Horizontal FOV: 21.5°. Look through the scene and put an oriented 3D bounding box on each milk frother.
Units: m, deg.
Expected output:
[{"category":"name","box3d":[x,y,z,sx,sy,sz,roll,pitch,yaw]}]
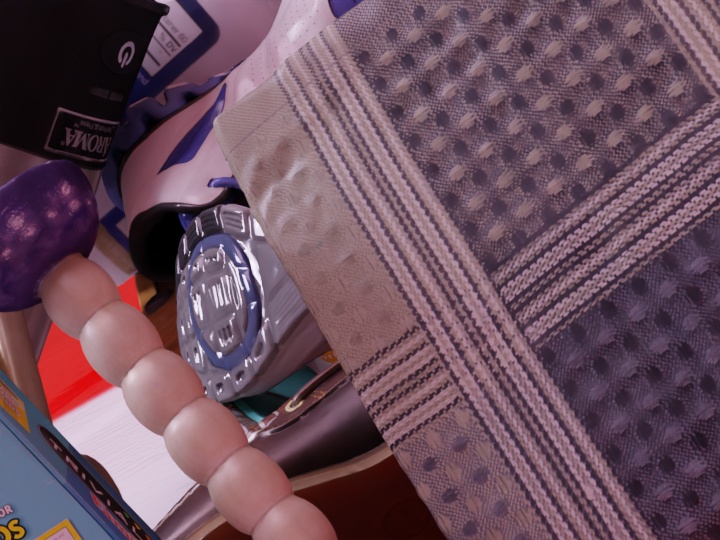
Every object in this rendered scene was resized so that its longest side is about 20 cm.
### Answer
[{"category":"milk frother","box3d":[-0.216,-0.068,0.842,0.199,0.180,0.189,25,97,41]}]

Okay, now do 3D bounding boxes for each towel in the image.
[{"category":"towel","box3d":[0.074,-0.022,0.515,0.192,0.201,0.034,-38,-22,18]}]

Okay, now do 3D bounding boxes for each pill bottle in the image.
[{"category":"pill bottle","box3d":[-0.089,-0.099,0.954,0.200,0.120,0.120,-41,13,0]}]

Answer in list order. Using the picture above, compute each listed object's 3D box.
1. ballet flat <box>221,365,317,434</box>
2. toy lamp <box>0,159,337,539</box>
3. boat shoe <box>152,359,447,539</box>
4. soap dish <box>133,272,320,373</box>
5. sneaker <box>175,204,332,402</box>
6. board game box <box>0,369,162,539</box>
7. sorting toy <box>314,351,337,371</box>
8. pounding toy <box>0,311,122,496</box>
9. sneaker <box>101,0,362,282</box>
[{"category":"ballet flat","box3d":[-0.043,0.075,0.760,0.200,0.075,0.064,-130,54,-82]},{"category":"toy lamp","box3d":[-0.033,0.055,0.514,0.058,0.200,0.058,-42,-14,-13]},{"category":"boat shoe","box3d":[0.003,0.064,0.631,0.199,0.071,0.070,-32,34,3]},{"category":"soap dish","box3d":[-0.026,-0.014,0.945,0.200,0.081,0.157,-41,13,0]},{"category":"sneaker","box3d":[0.000,0.000,0.681,0.087,0.075,0.200,3,-20,-37]},{"category":"board game box","box3d":[-0.110,0.123,0.501,0.151,0.200,0.047,-42,11,-1]},{"category":"sorting toy","box3d":[0.071,-0.028,0.744,0.200,0.107,0.180,-44,33,-10]},{"category":"pounding toy","box3d":[-0.140,0.097,0.699,0.142,0.184,0.200,-41,13,4]},{"category":"sneaker","box3d":[-0.032,-0.054,0.829,0.199,0.080,0.115,-37,36,21]}]
